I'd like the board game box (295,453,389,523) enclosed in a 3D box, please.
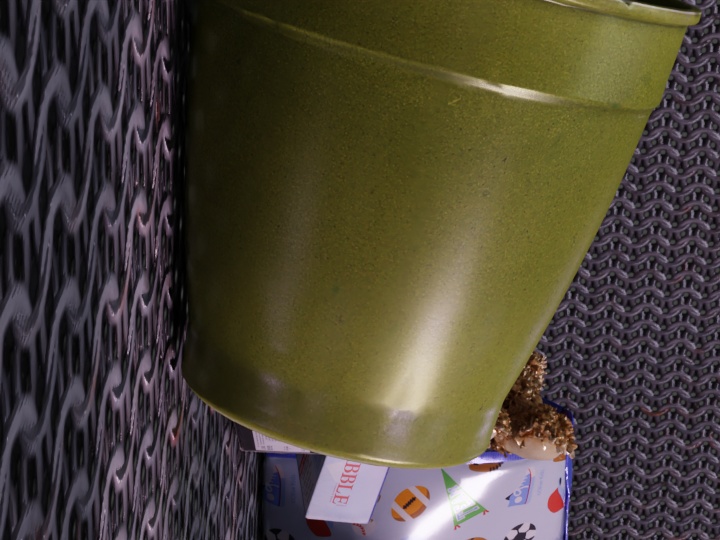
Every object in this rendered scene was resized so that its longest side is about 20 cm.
[{"bbox_3d":[0.000,0.000,1.105,0.200,0.041,0.201,-102,-155,-50],"label":"board game box"}]

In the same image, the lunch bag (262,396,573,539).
[{"bbox_3d":[0.037,0.158,1.284,0.124,0.198,0.172,-84,175,-59],"label":"lunch bag"}]

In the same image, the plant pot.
[{"bbox_3d":[0.011,-0.033,0.772,0.200,0.198,0.195,-78,-178,-78],"label":"plant pot"}]

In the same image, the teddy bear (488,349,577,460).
[{"bbox_3d":[0.058,0.053,1.202,0.200,0.144,0.067,-111,-143,-68],"label":"teddy bear"}]

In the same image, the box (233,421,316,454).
[{"bbox_3d":[-0.039,-0.011,0.973,0.200,0.049,0.159,88,5,-69],"label":"box"}]
